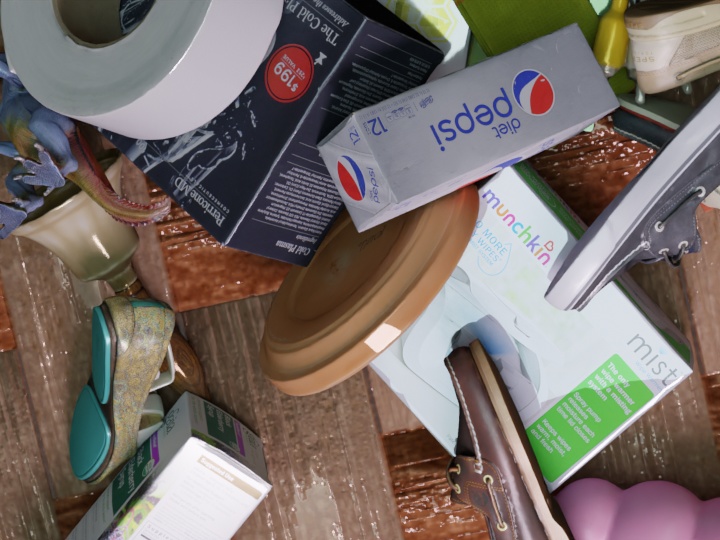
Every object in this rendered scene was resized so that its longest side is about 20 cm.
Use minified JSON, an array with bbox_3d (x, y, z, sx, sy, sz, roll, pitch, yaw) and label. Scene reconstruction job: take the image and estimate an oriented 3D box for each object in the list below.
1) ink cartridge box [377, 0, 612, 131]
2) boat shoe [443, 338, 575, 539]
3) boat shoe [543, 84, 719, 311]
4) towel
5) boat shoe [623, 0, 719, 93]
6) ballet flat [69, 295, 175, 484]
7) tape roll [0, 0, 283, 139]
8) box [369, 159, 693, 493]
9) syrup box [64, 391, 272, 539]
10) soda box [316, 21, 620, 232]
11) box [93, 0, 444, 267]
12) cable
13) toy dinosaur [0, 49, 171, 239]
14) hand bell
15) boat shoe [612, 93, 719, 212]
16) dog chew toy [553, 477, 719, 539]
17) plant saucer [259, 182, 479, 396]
[{"bbox_3d":[0.081,-0.184,1.398,0.199,0.048,0.146,11,101,7],"label":"ink cartridge box"},{"bbox_3d":[0.095,0.149,1.348,0.070,0.070,0.201,-22,97,7],"label":"boat shoe"},{"bbox_3d":[0.209,-0.039,1.317,0.066,0.070,0.200,42,82,1],"label":"boat shoe"},{"bbox_3d":[0.117,-0.190,1.374,0.086,0.018,0.200,-35,109,-4],"label":"towel"},{"bbox_3d":[0.280,-0.172,1.352,0.199,0.071,0.065,-14,107,-9],"label":"boat shoe"},{"bbox_3d":[-0.173,0.091,1.442,0.070,0.071,0.201,20,136,3],"label":"ballet flat"},{"bbox_3d":[-0.148,-0.191,1.301,0.202,0.071,0.204,-8,76,34],"label":"tape roll"},{"bbox_3d":[0.113,0.045,1.411,0.176,0.097,0.200,-41,93,14],"label":"box"},{"bbox_3d":[-0.158,0.198,1.468,0.081,0.079,0.200,34,104,-20],"label":"syrup box"},{"bbox_3d":[0.074,-0.097,1.300,0.199,0.063,0.069,-25,86,-30],"label":"soda box"},{"bbox_3d":[-0.078,-0.136,1.351,0.200,0.104,0.183,41,105,32],"label":"box"},{"bbox_3d":[0.206,-0.219,1.371,0.097,0.050,0.201,-4,98,-9],"label":"cable"},{"bbox_3d":[-0.239,-0.096,1.400,0.199,0.182,0.105,22,121,-16],"label":"toy dinosaur"},{"bbox_3d":[-0.170,0.020,1.454,0.104,0.104,0.201,-28,107,11],"label":"hand bell"},{"bbox_3d":[0.266,-0.066,1.387,0.199,0.071,0.063,25,115,5],"label":"boat shoe"},{"bbox_3d":[0.225,0.211,1.420,0.199,0.125,0.125,18,102,12],"label":"dog chew toy"},{"bbox_3d":[0.000,0.000,1.362,0.200,0.200,0.032,-42,112,12],"label":"plant saucer"}]
